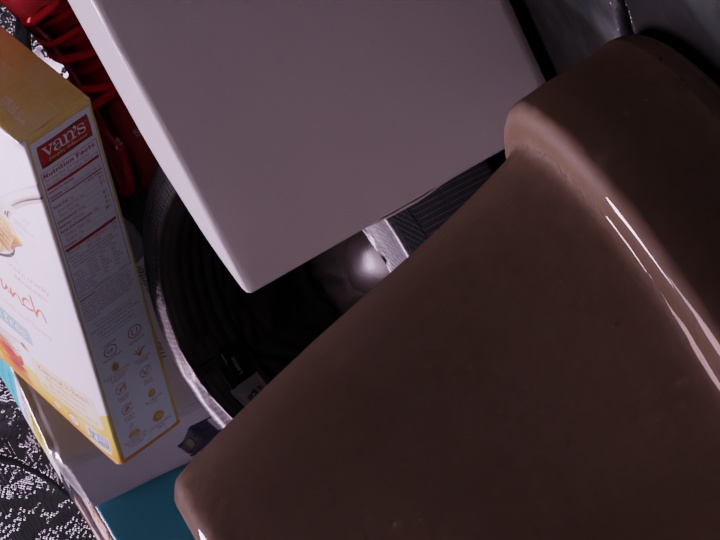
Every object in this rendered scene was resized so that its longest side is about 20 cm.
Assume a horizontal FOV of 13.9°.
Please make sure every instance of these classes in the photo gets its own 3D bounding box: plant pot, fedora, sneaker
[{"bbox_3d":[0.049,0.062,0.804,0.200,0.175,0.200,60,176,7],"label":"plant pot"},{"bbox_3d":[0.000,0.000,1.183,0.177,0.090,0.200,54,146,8],"label":"fedora"},{"bbox_3d":[-0.097,-0.096,1.199,0.116,0.078,0.200,66,-168,8],"label":"sneaker"}]

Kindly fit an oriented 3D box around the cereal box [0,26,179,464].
[{"bbox_3d":[-0.148,-0.027,1.240,0.144,0.040,0.200,38,154,36],"label":"cereal box"}]

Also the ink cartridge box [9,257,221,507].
[{"bbox_3d":[-0.074,0.001,1.395,0.084,0.200,0.145,81,163,-71],"label":"ink cartridge box"}]

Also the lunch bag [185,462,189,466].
[{"bbox_3d":[-0.063,-0.008,1.502,0.200,0.164,0.118,56,172,28],"label":"lunch bag"}]

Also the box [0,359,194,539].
[{"bbox_3d":[-0.137,0.069,1.463,0.200,0.049,0.082,58,168,17],"label":"box"}]

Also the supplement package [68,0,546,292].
[{"bbox_3d":[-0.042,-0.119,0.947,0.200,0.121,0.120,64,174,-31],"label":"supplement package"}]

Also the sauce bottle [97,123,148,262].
[{"bbox_3d":[-0.091,-0.084,1.340,0.200,0.065,0.065,-71,-33,-40],"label":"sauce bottle"}]
